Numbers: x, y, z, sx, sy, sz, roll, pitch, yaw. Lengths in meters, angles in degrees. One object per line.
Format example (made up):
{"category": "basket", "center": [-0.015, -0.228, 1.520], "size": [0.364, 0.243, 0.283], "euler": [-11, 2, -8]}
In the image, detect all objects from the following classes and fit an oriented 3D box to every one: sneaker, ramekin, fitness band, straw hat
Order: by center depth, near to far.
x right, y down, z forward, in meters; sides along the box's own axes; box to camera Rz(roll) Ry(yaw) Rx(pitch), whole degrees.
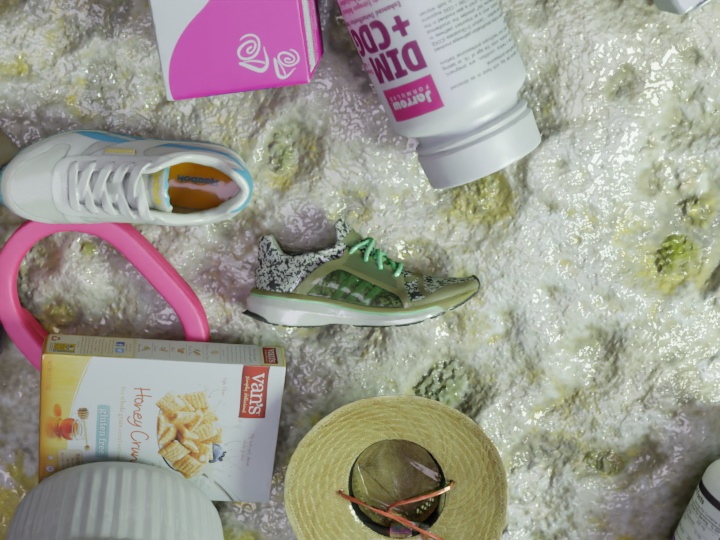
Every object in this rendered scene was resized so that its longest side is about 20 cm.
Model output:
{"category": "sneaker", "center": [-0.185, -0.072, 0.935], "size": [0.200, 0.081, 0.077], "euler": [-4, 103, -12]}
{"category": "sneaker", "center": [0.000, 0.000, 0.978], "size": [0.200, 0.077, 0.089], "euler": [-2, 97, -1]}
{"category": "ramekin", "center": [-0.206, 0.247, 0.993], "size": [0.200, 0.105, 0.200], "euler": [-2, 139, -2]}
{"category": "fitness band", "center": [-0.221, 0.037, 1.007], "size": [0.144, 0.037, 0.200], "euler": [-40, 102, 10]}
{"category": "straw hat", "center": [0.031, 0.178, 1.015], "size": [0.201, 0.085, 0.201], "euler": [1, 111, 2]}

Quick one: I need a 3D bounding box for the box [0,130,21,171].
{"category": "box", "center": [-0.339, -0.069, 0.896], "size": [0.078, 0.200, 0.095], "euler": [44, 102, -10]}

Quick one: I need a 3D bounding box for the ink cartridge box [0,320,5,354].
{"category": "ink cartridge box", "center": [-0.407, 0.033, 0.947], "size": [0.200, 0.163, 0.057], "euler": [-2, 77, 0]}

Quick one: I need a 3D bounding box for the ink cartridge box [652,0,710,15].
{"category": "ink cartridge box", "center": [0.238, -0.314, 0.879], "size": [0.145, 0.084, 0.200], "euler": [-36, 101, 9]}

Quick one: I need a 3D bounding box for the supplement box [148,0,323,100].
{"category": "supplement box", "center": [-0.086, -0.191, 0.858], "size": [0.101, 0.200, 0.103], "euler": [-6, 105, 3]}

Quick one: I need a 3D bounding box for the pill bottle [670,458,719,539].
{"category": "pill bottle", "center": [0.331, 0.231, 1.010], "size": [0.111, 0.111, 0.200], "euler": [21, 105, -4]}

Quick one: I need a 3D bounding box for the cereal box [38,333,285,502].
{"category": "cereal box", "center": [-0.169, 0.128, 1.001], "size": [0.200, 0.040, 0.144], "euler": [4, 117, -9]}

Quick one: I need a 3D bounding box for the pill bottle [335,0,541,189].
{"category": "pill bottle", "center": [0.058, -0.172, 0.905], "size": [0.113, 0.113, 0.200], "euler": [-24, 103, 7]}
